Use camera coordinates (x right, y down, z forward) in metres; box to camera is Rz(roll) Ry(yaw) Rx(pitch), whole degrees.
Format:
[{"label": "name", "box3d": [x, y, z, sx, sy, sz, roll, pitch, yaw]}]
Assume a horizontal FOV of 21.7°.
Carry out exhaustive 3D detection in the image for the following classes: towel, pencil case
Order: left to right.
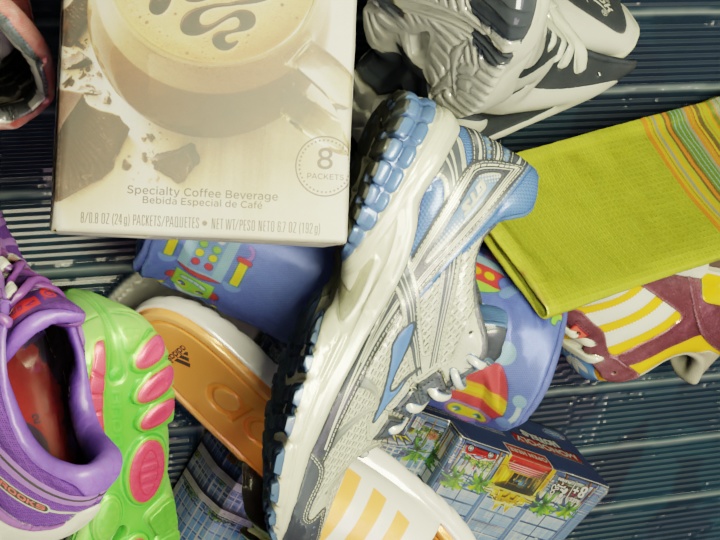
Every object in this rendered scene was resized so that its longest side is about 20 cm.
[{"label": "pencil case", "box3d": [0.000, 0.000, 0.845, 0.200, 0.087, 0.078, 24, 151, -7]}, {"label": "towel", "box3d": [0.135, -0.035, 0.883, 0.200, 0.086, 0.018, -16, 150, -38]}]

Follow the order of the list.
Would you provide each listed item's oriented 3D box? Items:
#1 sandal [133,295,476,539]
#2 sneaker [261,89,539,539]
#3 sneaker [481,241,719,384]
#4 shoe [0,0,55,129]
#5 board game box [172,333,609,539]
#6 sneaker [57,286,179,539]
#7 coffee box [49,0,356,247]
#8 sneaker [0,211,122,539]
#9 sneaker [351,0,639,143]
[{"label": "sandal", "box3d": [-0.037, 0.099, 0.864, 0.207, 0.059, 0.079, 41, 142, -9]}, {"label": "sneaker", "box3d": [0.017, 0.033, 0.774, 0.085, 0.077, 0.200, 19, 106, -9]}, {"label": "sneaker", "box3d": [0.111, 0.013, 0.941, 0.200, 0.075, 0.090, 10, 108, -27]}, {"label": "shoe", "box3d": [-0.201, -0.127, 0.715, 0.200, 0.091, 0.072, 35, 100, -34]}, {"label": "board game box", "box3d": [-0.006, 0.153, 0.976, 0.200, 0.062, 0.200, 21, 107, -31]}, {"label": "sneaker", "box3d": [-0.131, 0.096, 0.877, 0.077, 0.084, 0.200, -7, 119, -35]}, {"label": "coffee box", "box3d": [-0.060, -0.112, 0.731, 0.113, 0.080, 0.201, 2, 90, -8]}, {"label": "sneaker", "box3d": [-0.149, 0.011, 0.772, 0.081, 0.200, 0.083, -20, 169, -48]}, {"label": "sneaker", "box3d": [0.072, -0.112, 0.813, 0.129, 0.080, 0.199, -32, 165, -20]}]
